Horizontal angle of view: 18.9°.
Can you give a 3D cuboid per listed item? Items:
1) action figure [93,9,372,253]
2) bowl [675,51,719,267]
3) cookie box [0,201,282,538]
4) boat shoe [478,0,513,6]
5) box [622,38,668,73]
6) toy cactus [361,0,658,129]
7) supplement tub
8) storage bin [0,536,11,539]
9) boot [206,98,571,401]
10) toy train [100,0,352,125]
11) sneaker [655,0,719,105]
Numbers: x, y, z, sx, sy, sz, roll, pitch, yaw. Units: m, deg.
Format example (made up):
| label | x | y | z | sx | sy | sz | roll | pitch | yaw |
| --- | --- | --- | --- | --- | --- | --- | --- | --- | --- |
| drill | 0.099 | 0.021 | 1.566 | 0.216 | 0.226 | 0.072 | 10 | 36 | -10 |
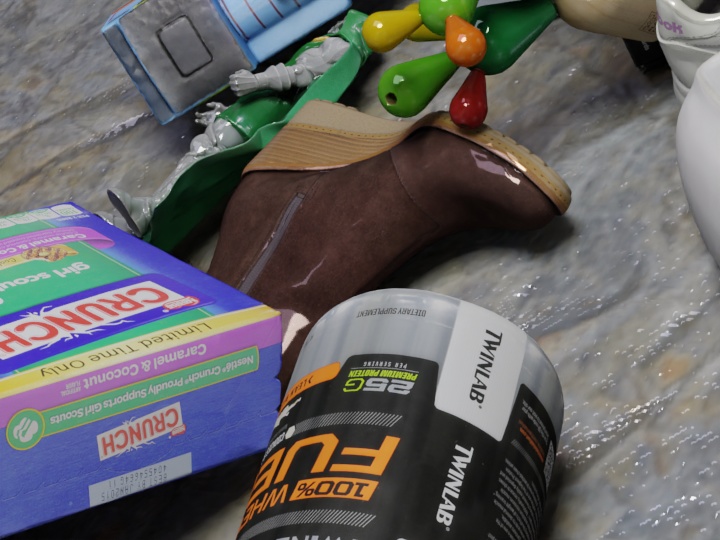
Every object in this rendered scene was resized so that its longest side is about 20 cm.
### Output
| label | x | y | z | sx | sy | sz | roll | pitch | yaw |
| --- | --- | --- | --- | --- | --- | --- | --- | --- | --- |
| action figure | -0.061 | -0.082 | 1.210 | 0.200 | 0.055 | 0.118 | -41 | 1 | -25 |
| bowl | 0.230 | -0.077 | 0.944 | 0.199 | 0.075 | 0.200 | -30 | 19 | 6 |
| cookie box | -0.161 | 0.042 | 1.054 | 0.170 | 0.076 | 0.199 | -15 | 27 | -34 |
| boat shoe | 0.133 | -0.211 | 1.213 | 0.201 | 0.075 | 0.086 | -25 | 38 | 7 |
| box | 0.173 | -0.226 | 1.094 | 0.163 | 0.201 | 0.086 | -23 | 37 | 11 |
| toy cactus | 0.092 | -0.148 | 1.037 | 0.102 | 0.164 | 0.201 | 43 | 112 | 51 |
| supplement tub | 0.010 | 0.117 | 0.895 | 0.122 | 0.123 | 0.201 | -9 | 43 | 28 |
| storage bin | -0.245 | 0.159 | 1.059 | 0.135 | 0.094 | 0.200 | -44 | 37 | -15 |
| boot | 0.000 | 0.000 | 1.099 | 0.199 | 0.072 | 0.167 | 15 | 69 | 43 |
| toy train | -0.057 | -0.167 | 1.272 | 0.199 | 0.087 | 0.114 | -30 | 15 | 10 |
| sneaker | 0.234 | -0.149 | 1.045 | 0.199 | 0.100 | 0.075 | -30 | 44 | 6 |
